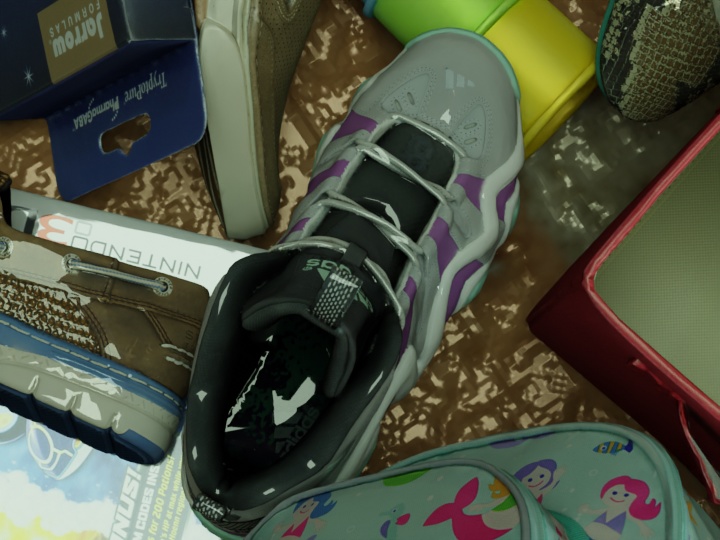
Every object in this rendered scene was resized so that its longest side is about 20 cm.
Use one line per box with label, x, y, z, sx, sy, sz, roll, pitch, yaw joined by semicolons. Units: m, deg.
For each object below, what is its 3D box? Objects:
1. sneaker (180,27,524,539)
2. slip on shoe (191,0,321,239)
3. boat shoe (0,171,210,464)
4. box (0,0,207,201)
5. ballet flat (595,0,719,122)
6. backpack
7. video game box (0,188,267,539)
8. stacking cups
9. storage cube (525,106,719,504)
sneaker;0.000;0.000;0.734;0.078;0.140;0.200;23;83;5
slip on shoe;-0.036;-0.108;0.799;0.060;0.076;0.201;-8;108;-10
boat shoe;-0.146;-0.003;0.772;0.200;0.072;0.073;25;73;-1
box;-0.109;-0.132;0.802;0.032;0.121;0.201;-7;84;-35
ballet flat;0.157;-0.138;0.809;0.068;0.075;0.200;49;63;-35
backpack;0.035;0.140;0.688;0.151;0.177;0.200;50;44;-28
video game box;-0.121;0.073;0.816;0.182;0.047;0.201;13;84;2
stacking cups;0.004;-0.125;0.837;0.200;0.061;0.061;42;84;6
storage cube;0.179;0.007;0.765;0.171;0.180;0.200;43;85;3
